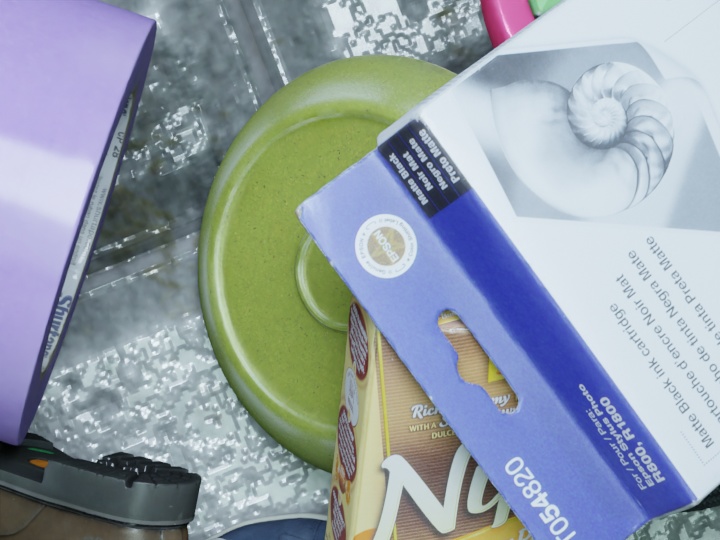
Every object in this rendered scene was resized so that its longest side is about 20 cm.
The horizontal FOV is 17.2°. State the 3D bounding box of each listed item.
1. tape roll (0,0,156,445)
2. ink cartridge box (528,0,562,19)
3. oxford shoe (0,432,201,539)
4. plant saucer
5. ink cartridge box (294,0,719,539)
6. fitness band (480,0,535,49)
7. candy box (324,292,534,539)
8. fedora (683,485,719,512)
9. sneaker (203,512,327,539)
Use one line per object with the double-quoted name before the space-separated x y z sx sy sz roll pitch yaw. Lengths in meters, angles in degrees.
"tape roll" -0.160 -0.029 1.062 0.084 0.200 0.201 17 92 -4
"ink cartridge box" 0.104 -0.237 1.120 0.145 0.084 0.201 -23 95 -2
"oxford shoe" -0.160 0.118 1.092 0.072 0.199 0.085 -1 99 -48
"plant saucer" 0.000 0.000 1.105 0.199 0.031 0.202 1 92 30
"ink cartridge box" 0.108 -0.008 0.984 0.200 0.041 0.200 -38 91 -15
"fitness band" 0.149 -0.137 1.049 0.199 0.037 0.144 -27 86 -12
"candy box" 0.047 0.101 1.057 0.114 0.055 0.201 0 118 -13
"fedora" 0.148 0.011 1.133 0.199 0.092 0.202 0 93 -3
"sneaker" -0.082 0.168 1.135 0.198 0.085 0.076 -14 94 -2
